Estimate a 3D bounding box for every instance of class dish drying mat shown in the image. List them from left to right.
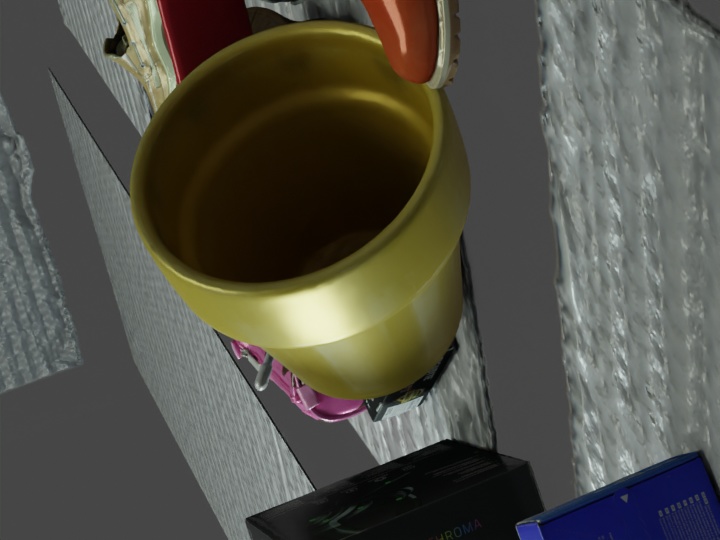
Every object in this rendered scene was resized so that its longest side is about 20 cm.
[{"bbox_3d":[-0.093,-0.118,1.097,0.018,0.076,0.203,-9,96,40],"label":"dish drying mat"}]

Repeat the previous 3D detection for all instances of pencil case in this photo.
[{"bbox_3d":[-0.047,0.071,1.420,0.200,0.093,0.092,-153,44,-69],"label":"pencil case"}]

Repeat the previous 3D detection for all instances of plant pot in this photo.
[{"bbox_3d":[-0.019,-0.019,1.020,0.202,0.199,0.190,59,177,38],"label":"plant pot"}]

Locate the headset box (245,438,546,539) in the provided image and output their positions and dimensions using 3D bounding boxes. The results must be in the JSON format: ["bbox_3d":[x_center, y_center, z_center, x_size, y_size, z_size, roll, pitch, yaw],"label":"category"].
[{"bbox_3d":[0.029,0.197,1.140,0.200,0.172,0.094,175,76,-74],"label":"headset box"}]

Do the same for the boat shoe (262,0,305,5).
[{"bbox_3d":[-0.043,-0.209,1.071,0.200,0.067,0.073,-159,50,-72],"label":"boat shoe"}]

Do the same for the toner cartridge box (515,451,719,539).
[{"bbox_3d":[0.159,0.202,0.808,0.043,0.094,0.202,135,115,-75],"label":"toner cartridge box"}]

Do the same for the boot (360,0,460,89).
[{"bbox_3d":[-0.014,-0.187,0.915,0.202,0.106,0.075,68,164,1],"label":"boot"}]

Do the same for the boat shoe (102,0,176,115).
[{"bbox_3d":[-0.244,-0.246,1.776,0.072,0.075,0.202,-125,20,-45],"label":"boat shoe"}]

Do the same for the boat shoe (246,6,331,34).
[{"bbox_3d":[-0.031,-0.136,1.155,0.064,0.072,0.200,37,180,-37],"label":"boat shoe"}]

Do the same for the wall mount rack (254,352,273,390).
[{"bbox_3d":[-0.073,-0.016,1.246,0.200,0.074,0.175,105,144,-68],"label":"wall mount rack"}]

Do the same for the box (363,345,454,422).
[{"bbox_3d":[0.000,0.000,1.239,0.159,0.046,0.202,109,139,-69],"label":"box"}]
